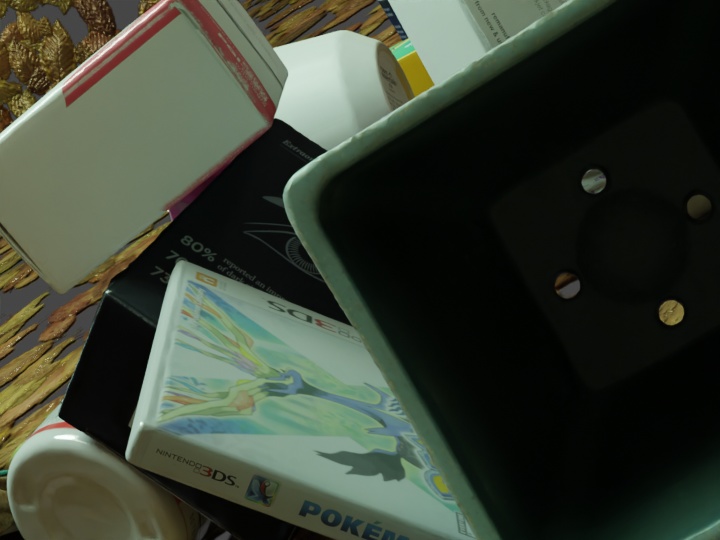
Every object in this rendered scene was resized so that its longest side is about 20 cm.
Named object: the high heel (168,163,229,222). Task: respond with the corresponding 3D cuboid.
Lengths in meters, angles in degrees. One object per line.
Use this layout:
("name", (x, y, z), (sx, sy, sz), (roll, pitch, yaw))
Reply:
("high heel", (-0.032, -0.064, 1.043), (0.198, 0.097, 0.067), (-2, 25, 17))

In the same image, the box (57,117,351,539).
("box", (-0.046, 0.032, 0.930), (0.200, 0.147, 0.105), (-50, -9, -49))

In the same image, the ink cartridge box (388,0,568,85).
("ink cartridge box", (0.131, -0.183, 0.997), (0.199, 0.085, 0.146), (-34, 15, -9))

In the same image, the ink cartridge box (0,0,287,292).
("ink cartridge box", (-0.121, -0.083, 0.919), (0.145, 0.085, 0.200), (-37, 13, 9))

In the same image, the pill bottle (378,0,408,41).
("pill bottle", (0.077, -0.233, 1.434), (0.110, 0.201, 0.111), (-31, 15, 9))

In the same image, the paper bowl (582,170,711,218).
("paper bowl", (0.167, -0.091, 0.994), (0.200, 0.105, 0.201), (-32, 14, 9))

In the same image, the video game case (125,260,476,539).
("video game case", (-0.009, 0.067, 0.762), (0.200, 0.181, 0.022), (-94, 26, -70))

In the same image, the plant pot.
("plant pot", (0.113, -0.005, 0.698), (0.195, 0.197, 0.200), (-31, 0, 11))

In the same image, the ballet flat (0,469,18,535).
("ballet flat", (-0.194, 0.145, 1.011), (0.068, 0.073, 0.200), (-34, -8, 27))

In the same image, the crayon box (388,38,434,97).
("crayon box", (0.016, -0.097, 1.301), (0.199, 0.119, 0.058), (-24, 17, 33))

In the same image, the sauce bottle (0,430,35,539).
("sauce bottle", (-0.218, 0.169, 1.078), (0.064, 0.065, 0.200), (-29, 15, 15))

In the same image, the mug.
("mug", (-0.039, -0.098, 1.152), (0.152, 0.150, 0.187), (-21, 31, 17))

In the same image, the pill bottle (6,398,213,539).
("pill bottle", (-0.113, 0.090, 1.005), (0.113, 0.114, 0.200), (-23, 18, 35))
